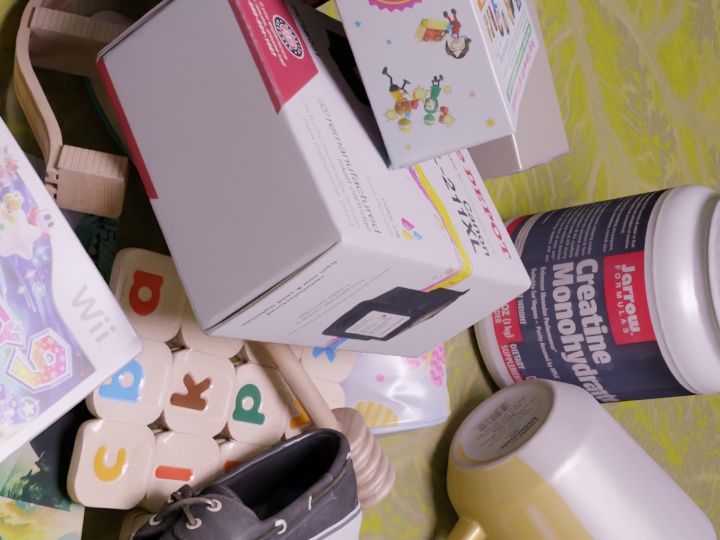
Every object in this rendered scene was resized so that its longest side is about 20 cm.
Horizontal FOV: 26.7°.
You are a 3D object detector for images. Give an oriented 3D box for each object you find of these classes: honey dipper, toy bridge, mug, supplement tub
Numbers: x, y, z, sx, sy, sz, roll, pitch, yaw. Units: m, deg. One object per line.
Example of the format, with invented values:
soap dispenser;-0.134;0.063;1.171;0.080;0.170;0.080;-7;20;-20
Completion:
honey dipper;-0.035;0.047;0.770;0.201;0.038;0.038;62;39;-37
toy bridge;-0.134;-0.110;0.746;0.067;0.027;0.201;10;47;-8
mug;0.128;0.166;0.984;0.154;0.149;0.187;54;37;-21
supplement tub;0.190;0.019;1.047;0.140;0.199;0.142;17;69;-51

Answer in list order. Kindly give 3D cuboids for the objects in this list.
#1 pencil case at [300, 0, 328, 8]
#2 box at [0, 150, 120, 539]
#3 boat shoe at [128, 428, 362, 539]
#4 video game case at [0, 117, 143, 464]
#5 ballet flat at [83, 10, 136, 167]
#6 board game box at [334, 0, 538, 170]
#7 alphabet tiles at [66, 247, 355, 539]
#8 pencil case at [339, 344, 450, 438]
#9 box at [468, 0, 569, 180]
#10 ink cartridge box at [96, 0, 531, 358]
pencil case;-0.064;-0.233;0.803;0.201;0.091;0.094;53;45;-7
box;-0.177;0.039;0.677;0.144;0.036;0.202;25;65;-49
boat shoe;-0.071;0.125;0.709;0.199;0.068;0.057;-19;114;-52
video game case;-0.195;0.027;0.610;0.200;0.018;0.144;-40;104;-38
ballet flat;-0.078;-0.053;0.809;0.070;0.069;0.201;-51;122;-46
board game box;0.021;-0.169;0.705;0.148;0.064;0.201;-65;136;-65
alphabet tiles;-0.069;0.064;0.768;0.195;0.014;0.202;17;84;-54
pencil case;0.000;0.000;0.890;0.090;0.083;0.202;-8;89;-49
box;0.079;-0.166;1.048;0.082;0.068;0.202;-21;100;-53
ink cartridge box;-0.016;-0.044;0.732;0.200;0.083;0.147;11;51;-60
